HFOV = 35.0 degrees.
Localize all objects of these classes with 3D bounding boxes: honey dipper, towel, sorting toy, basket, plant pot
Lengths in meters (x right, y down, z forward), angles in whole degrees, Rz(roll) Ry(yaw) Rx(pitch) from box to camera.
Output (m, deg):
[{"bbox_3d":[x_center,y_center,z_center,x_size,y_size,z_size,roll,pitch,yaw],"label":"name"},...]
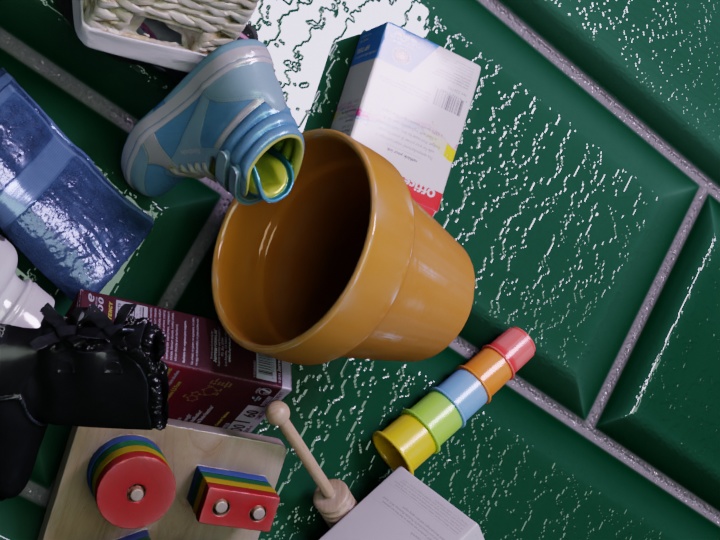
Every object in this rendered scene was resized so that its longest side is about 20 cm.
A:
[{"bbox_3d":[-0.048,0.186,1.084,0.038,0.038,0.200,-46,138,-18],"label":"honey dipper"},{"bbox_3d":[-0.276,-0.071,0.991,0.200,0.049,0.112,50,44,-19],"label":"towel"},{"bbox_3d":[-0.179,0.240,1.029,0.199,0.070,0.200,15,100,-25],"label":"sorting toy"},{"bbox_3d":[-0.160,-0.288,0.965,0.135,0.123,0.200,9,60,-32],"label":"basket"},{"bbox_3d":[0.000,0.000,1.026,0.183,0.200,0.200,24,81,-42],"label":"plant pot"}]

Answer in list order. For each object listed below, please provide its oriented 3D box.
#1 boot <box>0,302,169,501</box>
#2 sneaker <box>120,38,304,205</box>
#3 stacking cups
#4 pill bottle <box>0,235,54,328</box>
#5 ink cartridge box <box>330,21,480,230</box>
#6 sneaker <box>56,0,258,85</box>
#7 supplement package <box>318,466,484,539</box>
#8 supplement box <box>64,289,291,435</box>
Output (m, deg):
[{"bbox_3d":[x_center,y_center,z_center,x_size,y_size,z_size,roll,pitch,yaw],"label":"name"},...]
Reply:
[{"bbox_3d":[-0.238,0.113,0.931,0.162,0.073,0.198,0,127,-4],"label":"boot"},{"bbox_3d":[-0.128,-0.092,0.993,0.079,0.200,0.131,-11,68,-48],"label":"sneaker"},{"bbox_3d":[0.105,0.136,1.200,0.200,0.060,0.061,-36,106,-24],"label":"stacking cups"},{"bbox_3d":[-0.356,-0.005,0.941,0.200,0.111,0.111,41,75,-21],"label":"pill bottle"},{"bbox_3d":[0.032,-0.131,1.148,0.116,0.067,0.200,21,82,-24],"label":"ink cartridge box"},{"bbox_3d":[-0.181,-0.231,1.051,0.200,0.080,0.086,32,60,-26],"label":"sneaker"},{"bbox_3d":[0.019,0.315,1.107,0.200,0.120,0.121,-39,132,-20],"label":"supplement package"},{"bbox_3d":[-0.174,0.089,1.026,0.200,0.109,0.061,15,50,-24],"label":"supplement box"}]
